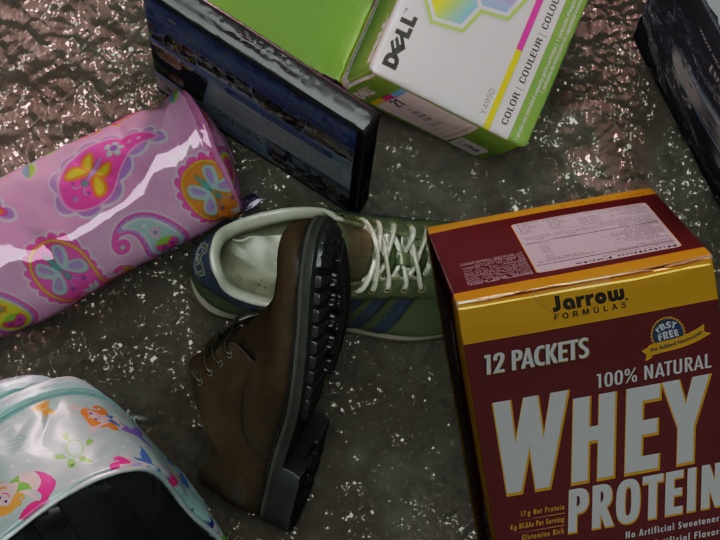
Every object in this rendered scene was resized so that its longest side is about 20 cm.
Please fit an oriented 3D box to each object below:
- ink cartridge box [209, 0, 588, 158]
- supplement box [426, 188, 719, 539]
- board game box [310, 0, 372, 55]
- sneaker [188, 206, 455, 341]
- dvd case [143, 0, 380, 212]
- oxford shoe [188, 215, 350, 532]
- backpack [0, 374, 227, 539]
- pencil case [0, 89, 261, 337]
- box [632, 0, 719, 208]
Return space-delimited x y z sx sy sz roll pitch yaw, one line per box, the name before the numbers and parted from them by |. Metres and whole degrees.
ink cartridge box | 0.024 -0.173 1.633 0.199 0.076 0.149 25 81 -13
supplement box | 0.121 0.079 1.526 0.132 0.200 0.199 -10 101 -1
board game box | -0.053 -0.222 1.694 0.119 0.032 0.202 -3 81 5
sneaker | 0.000 0.000 1.623 0.199 0.090 0.068 0 80 1
dvd case | -0.054 -0.094 1.583 0.142 0.200 0.018 33 79 5
oxford shoe | -0.056 0.052 1.582 0.084 0.073 0.201 20 122 9
backpack | -0.174 0.149 1.549 0.177 0.200 0.151 -39 62 -4
pencil case | -0.163 -0.028 1.633 0.199 0.087 0.088 -28 81 -4
box | 0.251 -0.094 1.579 0.117 0.200 0.198 -25 80 -5
